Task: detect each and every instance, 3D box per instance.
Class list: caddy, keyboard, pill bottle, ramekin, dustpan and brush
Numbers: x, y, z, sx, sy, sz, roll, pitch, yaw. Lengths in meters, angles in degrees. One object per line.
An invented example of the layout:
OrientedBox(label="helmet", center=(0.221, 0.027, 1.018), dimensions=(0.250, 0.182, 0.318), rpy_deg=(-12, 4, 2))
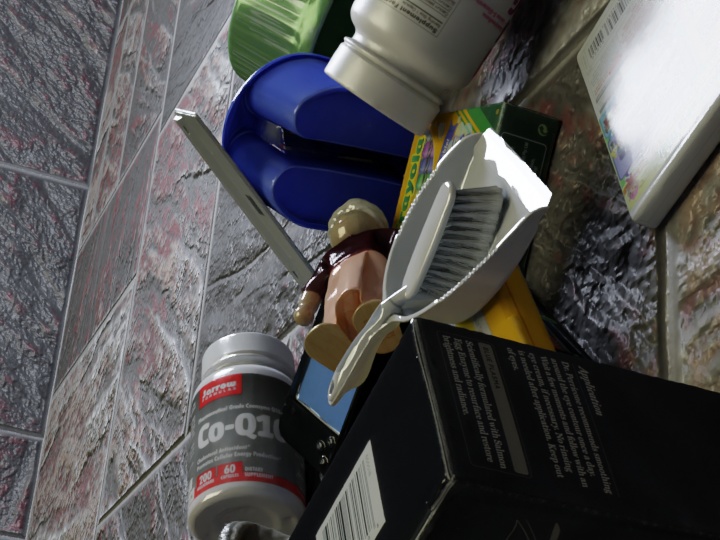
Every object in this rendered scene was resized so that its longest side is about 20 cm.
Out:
OrientedBox(label="caddy", center=(-0.024, -0.111, 1.267), dimensions=(0.105, 0.199, 0.142), rpy_deg=(37, 113, 51))
OrientedBox(label="keyboard", center=(-0.092, -0.058, 1.234), dimensions=(0.011, 0.200, 0.056), rpy_deg=(-45, 25, -18))
OrientedBox(label="pill bottle", center=(0.064, -0.215, 1.136), dimensions=(0.200, 0.113, 0.113), rpy_deg=(-56, 22, 8))
OrientedBox(label="pill bottle", center=(-0.111, 0.166, 1.414), dimensions=(0.201, 0.113, 0.114), rpy_deg=(-94, 27, -43))
OrientedBox(label="ramekin", center=(-0.044, -0.251, 1.407), dimensions=(0.200, 0.097, 0.200), rpy_deg=(-55, -17, -26))
OrientedBox(label="dustpan and brush", center=(0.039, 0.008, 0.937), dimensions=(0.201, 0.057, 0.140), rpy_deg=(-66, 22, 18))

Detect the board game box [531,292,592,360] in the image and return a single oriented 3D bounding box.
OrientedBox(label="board game box", center=(0.081, 0.119, 0.998), dimensions=(0.165, 0.056, 0.201), rpy_deg=(-126, 53, -64))

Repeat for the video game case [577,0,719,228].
OrientedBox(label="video game case", center=(0.208, -0.157, 0.897), dimensions=(0.183, 0.022, 0.200), rpy_deg=(-97, 29, -47))

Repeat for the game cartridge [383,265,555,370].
OrientedBox(label="game cartridge", center=(0.063, 0.089, 0.936), dimensions=(0.200, 0.032, 0.177), rpy_deg=(-104, 36, -58))

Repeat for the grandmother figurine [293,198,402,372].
OrientedBox(label="grandmother figurine", center=(0.000, 0.000, 1.112), dimensions=(0.200, 0.121, 0.061), rpy_deg=(-94, -15, -63))

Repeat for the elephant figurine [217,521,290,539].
OrientedBox(label="elephant figurine", center=(-0.060, 0.243, 1.030), dimensions=(0.155, 0.199, 0.142), rpy_deg=(125, 149, -51))

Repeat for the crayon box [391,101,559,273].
OrientedBox(label="crayon box", center=(0.078, -0.060, 1.145), dimensions=(0.200, 0.051, 0.126), rpy_deg=(-175, 100, -71))

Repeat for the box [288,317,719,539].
OrientedBox(label="box", center=(0.083, 0.151, 0.750), dimensions=(0.118, 0.199, 0.197), rpy_deg=(-101, 32, -50))

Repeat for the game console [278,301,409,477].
OrientedBox(label="game console", center=(-0.024, 0.091, 1.203), dimensions=(0.176, 0.116, 0.201), rpy_deg=(35, 111, 42))
